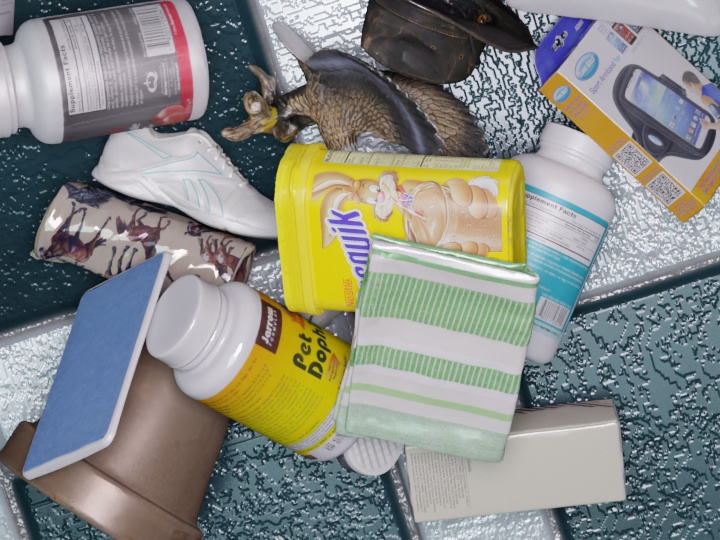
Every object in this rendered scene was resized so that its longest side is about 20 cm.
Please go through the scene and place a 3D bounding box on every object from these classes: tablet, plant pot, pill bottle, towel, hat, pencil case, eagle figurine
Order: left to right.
[{"bbox_3d":[-0.241,-0.172,1.681,0.198,0.111,0.112,-11,99,-17],"label":"pill bottle"},{"bbox_3d":[-0.226,0.081,1.652,0.014,0.201,0.130,36,139,-29],"label":"tablet"},{"bbox_3d":[-0.200,0.150,1.736,0.199,0.200,0.175,33,83,-2],"label":"plant pot"},{"bbox_3d":[-0.200,-0.015,1.751,0.199,0.078,0.090,20,109,0],"label":"pencil case"},{"bbox_3d":[-0.087,0.082,1.668,0.199,0.109,0.110,31,101,-32],"label":"pill bottle"},{"bbox_3d":[0.001,-0.140,1.687,0.198,0.152,0.152,-6,131,23],"label":"eagle figurine"},{"bbox_3d":[0.052,-0.211,1.652,0.200,0.201,0.081,28,111,-1],"label":"hat"},{"bbox_3d":[0.063,0.069,1.596,0.151,0.023,0.201,11,123,1],"label":"towel"},{"bbox_3d":[0.158,-0.027,1.702,0.110,0.111,0.201,24,89,0],"label":"pill bottle"}]

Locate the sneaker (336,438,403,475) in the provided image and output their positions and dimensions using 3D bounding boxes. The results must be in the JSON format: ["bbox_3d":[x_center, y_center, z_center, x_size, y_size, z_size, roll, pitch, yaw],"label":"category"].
[{"bbox_3d":[0.032,0.095,1.758,0.078,0.079,0.201,37,75,-15],"label":"sneaker"}]

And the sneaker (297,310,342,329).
[{"bbox_3d":[0.000,0.000,1.742,0.071,0.073,0.201,33,99,6],"label":"sneaker"}]

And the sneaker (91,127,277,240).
[{"bbox_3d":[-0.142,-0.084,1.742,0.199,0.070,0.081,21,91,-2],"label":"sneaker"}]

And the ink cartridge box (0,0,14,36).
[{"bbox_3d":[-0.417,-0.262,1.723,0.198,0.084,0.177,6,101,3],"label":"ink cartridge box"}]

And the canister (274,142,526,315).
[{"bbox_3d":[0.037,-0.030,1.610,0.198,0.087,0.150,4,122,14],"label":"canister"}]

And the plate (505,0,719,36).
[{"bbox_3d":[0.236,-0.317,1.672,0.198,0.032,0.202,8,84,1],"label":"plate"}]

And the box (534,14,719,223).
[{"bbox_3d":[0.247,-0.151,1.685,0.200,0.041,0.119,43,55,-5],"label":"box"}]

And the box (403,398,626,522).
[{"bbox_3d":[0.142,0.175,1.762,0.198,0.068,0.083,-6,104,4],"label":"box"}]
